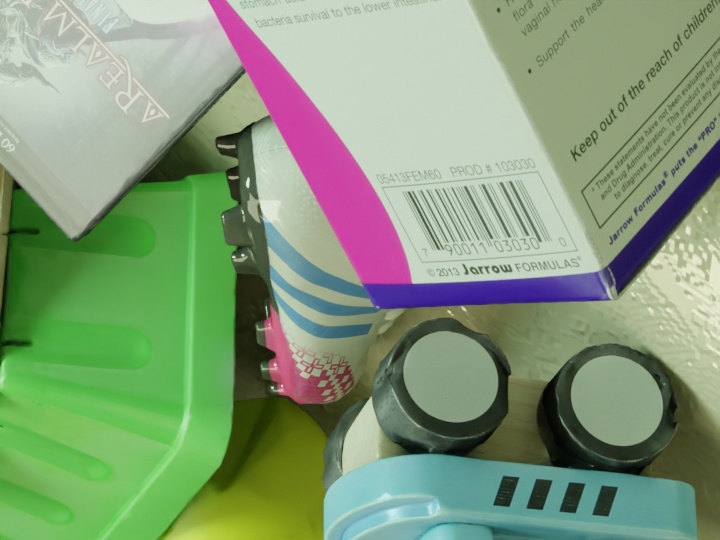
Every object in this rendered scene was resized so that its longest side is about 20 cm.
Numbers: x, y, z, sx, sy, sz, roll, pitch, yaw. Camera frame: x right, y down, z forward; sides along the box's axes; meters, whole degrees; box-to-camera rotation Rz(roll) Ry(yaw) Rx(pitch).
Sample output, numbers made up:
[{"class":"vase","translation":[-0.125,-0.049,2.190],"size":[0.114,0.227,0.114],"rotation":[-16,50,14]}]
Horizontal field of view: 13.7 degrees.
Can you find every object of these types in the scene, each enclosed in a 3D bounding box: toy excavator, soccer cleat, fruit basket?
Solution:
[{"class":"toy excavator","translation":[0.081,0.135,1.086],"size":[0.194,0.200,0.100],"rotation":[8,155,-14]},{"class":"soccer cleat","translation":[0.000,0.000,1.128],"size":[0.200,0.086,0.070],"rotation":[76,-171,-68]},{"class":"fruit basket","translation":[-0.079,0.070,1.258],"size":[0.216,0.156,0.216],"rotation":[0,149,0]}]

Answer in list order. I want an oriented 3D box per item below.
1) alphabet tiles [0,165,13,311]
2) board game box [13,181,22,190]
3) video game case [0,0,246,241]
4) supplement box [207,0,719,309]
[{"class":"alphabet tiles","translation":[-0.179,0.007,1.242],"size":[0.200,0.006,0.166],"rotation":[173,102,-66]},{"class":"board game box","translation":[-0.166,-0.022,1.363],"size":[0.135,0.035,0.200],"rotation":[40,150,15]},{"class":"video game case","translation":[-0.084,-0.124,1.032],"size":[0.143,0.019,0.200],"rotation":[47,117,2]},{"class":"supplement box","translation":[0.020,-0.099,0.855],"size":[0.101,0.103,0.200],"rotation":[-2,125,45]}]
